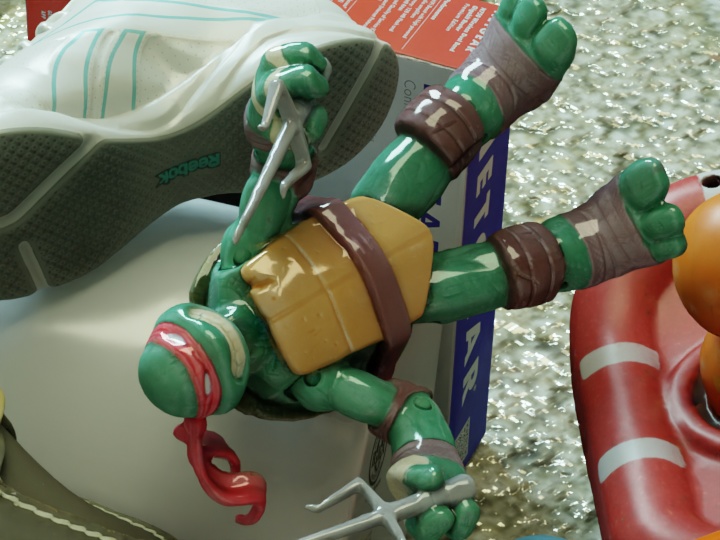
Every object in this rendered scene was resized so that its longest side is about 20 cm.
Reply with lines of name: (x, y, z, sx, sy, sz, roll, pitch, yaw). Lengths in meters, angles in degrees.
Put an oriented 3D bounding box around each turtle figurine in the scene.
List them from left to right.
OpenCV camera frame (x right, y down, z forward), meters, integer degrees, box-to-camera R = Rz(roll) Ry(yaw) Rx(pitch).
turtle figurine: (0.000, 0.000, 0.790, 0.199, 0.151, 0.100, -32, 14, -31)

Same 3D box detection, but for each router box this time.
router box: (-0.036, -0.025, 0.991, 0.178, 0.201, 0.049, 16, 39, 18)

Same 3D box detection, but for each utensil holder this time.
utensil holder: (-0.084, 0.050, 0.915, 0.198, 0.171, 0.170, 11, 36, 10)

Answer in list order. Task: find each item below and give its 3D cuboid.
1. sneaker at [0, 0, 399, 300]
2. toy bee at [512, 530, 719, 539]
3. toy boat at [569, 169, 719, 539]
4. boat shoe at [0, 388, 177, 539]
sneaker: (-0.089, -0.050, 0.855, 0.199, 0.071, 0.080, -19, 48, -28)
toy bee: (0.056, 0.138, 0.800, 0.199, 0.109, 0.131, -4, 22, 38)
toy boat: (0.136, 0.028, 0.889, 0.129, 0.131, 0.201, -10, 37, 3)
boat shoe: (-0.144, 0.055, 0.804, 0.200, 0.061, 0.072, 22, -3, -5)
